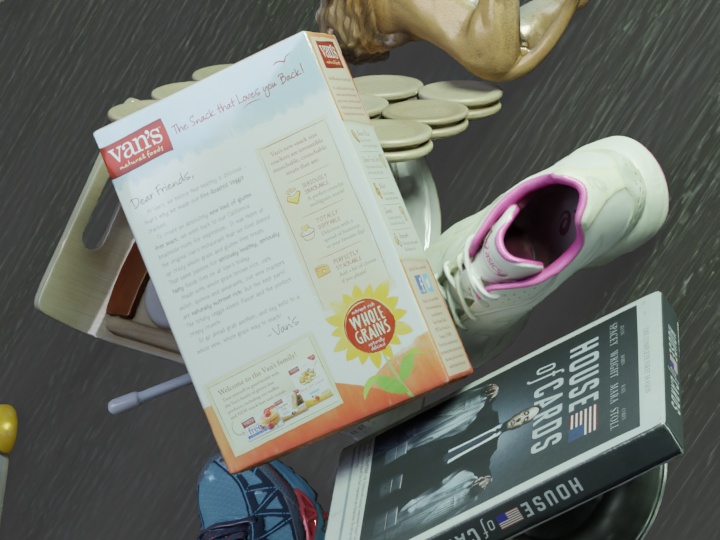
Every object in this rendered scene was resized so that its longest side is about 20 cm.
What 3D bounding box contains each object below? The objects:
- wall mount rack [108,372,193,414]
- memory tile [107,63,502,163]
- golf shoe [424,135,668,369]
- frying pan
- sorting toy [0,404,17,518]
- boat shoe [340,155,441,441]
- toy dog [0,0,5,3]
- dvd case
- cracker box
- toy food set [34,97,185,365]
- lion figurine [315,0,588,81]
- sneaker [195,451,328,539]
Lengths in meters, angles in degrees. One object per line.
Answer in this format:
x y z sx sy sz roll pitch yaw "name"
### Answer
-0.096 -0.004 1.603 0.174 0.074 0.201 -50 41 34 "wall mount rack"
-0.031 -0.090 1.479 0.199 0.153 0.017 7 109 24 "memory tile"
0.071 -0.004 1.388 0.200 0.091 0.076 -40 76 28 "golf shoe"
0.092 0.092 1.387 0.190 0.031 0.115 38 101 46 "frying pan"
-0.334 0.140 1.720 0.106 0.179 0.201 -14 64 44 "sorting toy"
0.000 0.000 1.495 0.071 0.069 0.201 -26 54 41 "boat shoe"
-0.316 -0.296 1.956 0.199 0.139 0.195 -2 108 46 "toy dog"
0.072 0.093 1.311 0.199 0.025 0.150 -29 19 17 "dvd case"
-0.041 -0.010 1.374 0.133 0.058 0.201 -23 87 17 "cracker box"
-0.093 -0.021 1.494 0.199 0.060 0.144 14 76 44 "toy food set"
0.054 -0.155 1.507 0.200 0.072 0.123 33 106 46 "lion figurine"
-0.066 0.178 1.468 0.079 0.095 0.201 -41 47 27 "sneaker"
